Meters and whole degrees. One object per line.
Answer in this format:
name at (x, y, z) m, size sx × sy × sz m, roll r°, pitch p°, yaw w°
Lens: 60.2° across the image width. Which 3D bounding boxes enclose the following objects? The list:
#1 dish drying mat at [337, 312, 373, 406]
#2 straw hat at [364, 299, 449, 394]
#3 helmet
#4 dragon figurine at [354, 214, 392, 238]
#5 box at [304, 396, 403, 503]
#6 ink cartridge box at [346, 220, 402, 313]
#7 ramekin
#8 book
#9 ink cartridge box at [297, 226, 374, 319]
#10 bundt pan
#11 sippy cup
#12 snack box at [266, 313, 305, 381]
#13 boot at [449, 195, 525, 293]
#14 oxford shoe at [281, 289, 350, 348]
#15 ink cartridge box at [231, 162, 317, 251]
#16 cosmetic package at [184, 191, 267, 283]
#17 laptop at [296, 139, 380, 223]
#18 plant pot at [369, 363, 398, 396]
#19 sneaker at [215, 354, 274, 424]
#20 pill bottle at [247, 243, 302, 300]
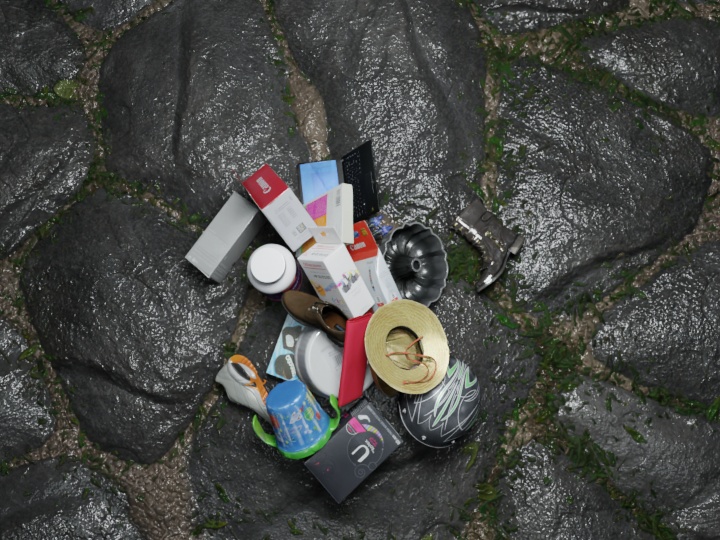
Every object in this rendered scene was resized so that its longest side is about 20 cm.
dish drying mat at (-0.013, 0.191, 1.332) m, size 0.018 × 0.076 × 0.203 m, roll 24°, pitch 116°, yaw 36°
straw hat at (0.089, 0.171, 1.344) m, size 0.198 × 0.085 × 0.204 m, roll 4°, pitch 73°, yaw -14°
helmet at (0.177, 0.290, 1.392) m, size 0.197 × 0.191 × 0.203 m, roll 0°, pitch 81°, yaw -2°
dragon figurine at (-0.017, -0.067, 1.500) m, size 0.198 × 0.099 × 0.059 m, roll -29°, pitch 81°, yaw -4°
box at (-0.018, 0.403, 1.415) m, size 0.200 × 0.106 × 0.122 m, roll -43°, pitch 92°, yaw -6°
ink cartridge box at (0.000, 0.000, 1.403) m, size 0.050 × 0.162 × 0.202 m, roll -33°, pitch 100°, yaw -29°
ramekin at (-0.048, 0.199, 1.434) m, size 0.197 × 0.098 × 0.204 m, roll 1°, pitch 87°, yaw -15°
book at (-0.084, -0.111, 1.446) m, size 0.047 × 0.199 × 0.136 m, roll 6°, pitch 78°, yaw -32°
ink cartridge box at (-0.063, 0.006, 1.366) m, size 0.068 × 0.114 × 0.202 m, roll -39°, pitch 114°, yaw -27°
bundt pan at (0.111, -0.010, 1.471) m, size 0.200 × 0.075 × 0.205 m, roll 4°, pitch 83°, yaw -33°
sippy cup at (-0.144, 0.319, 1.371) m, size 0.177 × 0.139 × 0.132 m, roll -33°, pitch 119°, yaw -22°
snack box at (-0.137, 0.169, 1.494) m, size 0.115 × 0.037 × 0.203 m, roll 19°, pitch 81°, yaw 2°
boot at (0.288, -0.063, 1.520) m, size 0.173 × 0.069 × 0.201 m, roll 37°, pitch 76°, yaw 9°
oxford shoe at (-0.090, 0.087, 1.356) m, size 0.198 × 0.085 × 0.073 m, roll 26°, pitch 61°, yaw 19°
ink cartridge box at (-0.199, -0.165, 1.434) m, size 0.084 × 0.200 × 0.176 m, roll -38°, pitch 125°, yaw -3°
cosmetic package at (-0.322, -0.078, 1.502) m, size 0.090 × 0.107 × 0.201 m, roll 38°, pitch 85°, yaw 8°
laptop at (-0.057, -0.206, 1.520) m, size 0.102 × 0.199 × 0.180 m, roll -1°, pitch 79°, yaw -37°
plant pot at (0.065, 0.184, 1.424) m, size 0.027 × 0.199 × 0.203 m, roll 0°, pitch 80°, yaw 28°
sneaker at (-0.258, 0.295, 1.469) m, size 0.092 × 0.076 × 0.201 m, roll -37°, pitch 95°, yaw 27°
pill bottle at (-0.198, 0.005, 1.439) m, size 0.111 × 0.200 × 0.114 m, roll 0°, pitch 81°, yaw 1°
